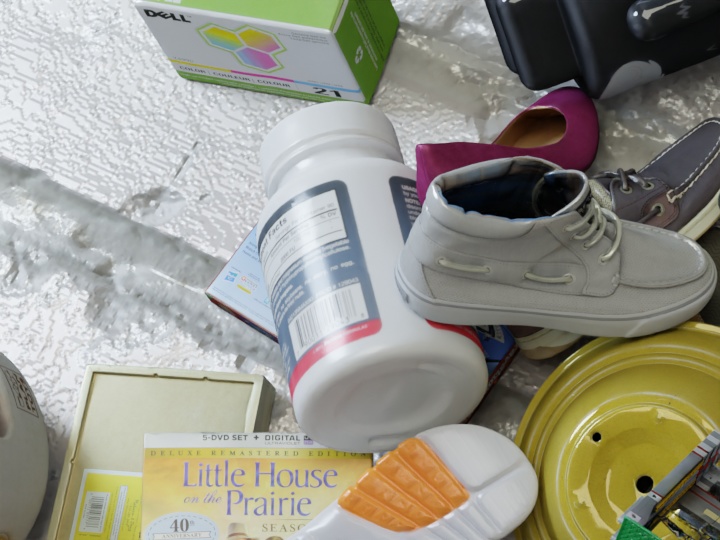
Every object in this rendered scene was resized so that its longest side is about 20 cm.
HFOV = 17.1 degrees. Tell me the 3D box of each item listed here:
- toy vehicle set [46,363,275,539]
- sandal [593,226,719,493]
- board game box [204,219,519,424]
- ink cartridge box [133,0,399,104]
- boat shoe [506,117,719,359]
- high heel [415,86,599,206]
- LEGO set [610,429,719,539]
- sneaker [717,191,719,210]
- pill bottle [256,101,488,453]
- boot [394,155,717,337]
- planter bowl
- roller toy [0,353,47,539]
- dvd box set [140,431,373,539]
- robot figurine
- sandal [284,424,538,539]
[{"bbox_3d":[-0.134,0.159,1.520,0.124,0.027,0.200,4,67,17],"label":"toy vehicle set"},{"bbox_3d":[0.178,0.058,1.463,0.082,0.055,0.200,32,79,27],"label":"sandal"},{"bbox_3d":[0.006,0.023,1.548,0.200,0.019,0.103,31,78,26],"label":"board game box"},{"bbox_3d":[-0.075,-0.195,1.568,0.148,0.200,0.076,11,70,20],"label":"ink cartridge box"},{"bbox_3d":[0.161,-0.031,1.489,0.200,0.065,0.072,-43,22,-8],"label":"boat shoe"},{"bbox_3d":[0.094,-0.086,1.493,0.067,0.096,0.200,-11,29,29],"label":"high heel"},{"bbox_3d":[0.214,0.183,1.290,0.200,0.154,0.116,26,40,26],"label":"LEGO set"},{"bbox_3d":[0.309,-0.022,1.416,0.200,0.078,0.090,6,69,17],"label":"sneaker"},{"bbox_3d":[0.000,0.000,1.479,0.120,0.120,0.200,-18,56,7],"label":"pill bottle"},{"bbox_3d":[0.125,-0.016,1.388,0.200,0.096,0.074,-2,52,-17],"label":"boot"},{"bbox_3d":[0.171,0.125,1.388,0.200,0.083,0.201,-2,83,19],"label":"planter bowl"},{"bbox_3d":[-0.295,0.118,1.513,0.200,0.140,0.183,14,82,21],"label":"roller toy"},{"bbox_3d":[-0.063,0.197,1.458,0.146,0.029,0.200,1,68,0],"label":"dvd box set"},{"bbox_3d":[0.182,-0.187,1.531,0.200,0.125,0.150,-21,60,-1],"label":"robot figurine"},{"bbox_3d":[0.013,0.161,1.429,0.207,0.059,0.079,-32,73,10],"label":"sandal"}]
